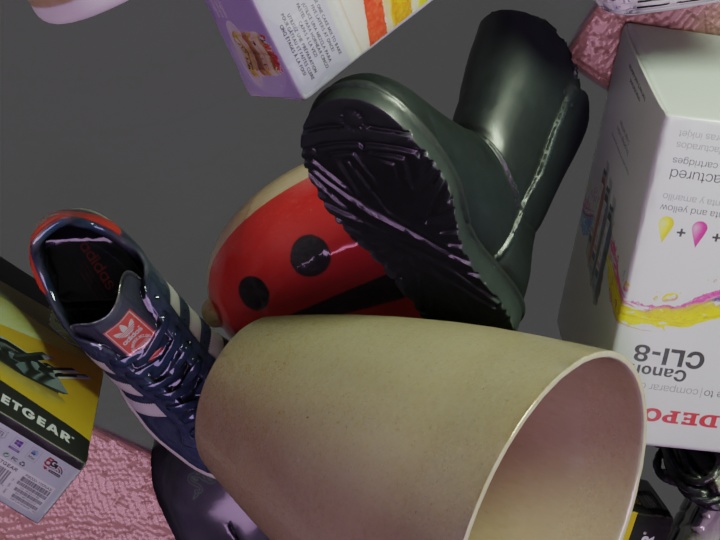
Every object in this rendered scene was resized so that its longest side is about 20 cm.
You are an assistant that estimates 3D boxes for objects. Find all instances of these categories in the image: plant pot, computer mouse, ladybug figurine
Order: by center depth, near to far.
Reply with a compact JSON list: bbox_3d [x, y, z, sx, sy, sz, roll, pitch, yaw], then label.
[{"bbox_3d":[0.018,0.098,0.972,0.199,0.187,0.188,21,122,32],"label":"plant pot"},{"bbox_3d":[0.000,0.000,1.089,0.199,0.072,0.136,-22,115,9],"label":"ladybug figurine"},{"bbox_3d":[0.264,0.106,1.124,0.199,0.139,0.053,13,109,-19],"label":"computer mouse"},{"bbox_3d":[-0.059,0.171,1.160,0.138,0.053,0.200,-31,100,11],"label":"computer mouse"}]

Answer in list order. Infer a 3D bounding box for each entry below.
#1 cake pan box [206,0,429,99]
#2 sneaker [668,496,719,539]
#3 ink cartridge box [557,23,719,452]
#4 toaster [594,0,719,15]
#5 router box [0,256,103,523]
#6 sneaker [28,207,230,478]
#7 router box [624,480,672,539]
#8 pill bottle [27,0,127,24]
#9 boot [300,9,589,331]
[{"bbox_3d":[-0.018,-0.218,0.929,0.184,0.052,0.201,-40,120,-27],"label":"cake pan box"},{"bbox_3d":[0.215,0.216,1.158,0.079,0.078,0.201,30,82,0],"label":"sneaker"},{"bbox_3d":[0.206,-0.015,1.049,0.144,0.145,0.201,6,117,-5],"label":"ink cartridge box"},{"bbox_3d":[0.174,-0.214,0.964,0.199,0.114,0.130,-12,119,-5],"label":"toaster"},{"bbox_3d":[-0.242,0.035,1.051,0.200,0.157,0.052,34,111,-18],"label":"router box"},{"bbox_3d":[-0.120,0.045,1.057,0.200,0.085,0.075,44,88,6],"label":"sneaker"},{"bbox_3d":[0.082,0.214,1.113,0.156,0.052,0.201,9,108,-14],"label":"router box"},{"bbox_3d":[-0.162,-0.239,0.939,0.119,0.120,0.200,-25,114,10],"label":"pill bottle"},{"bbox_3d":[0.051,-0.079,0.984,0.076,0.169,0.200,-3,141,32],"label":"boot"}]
